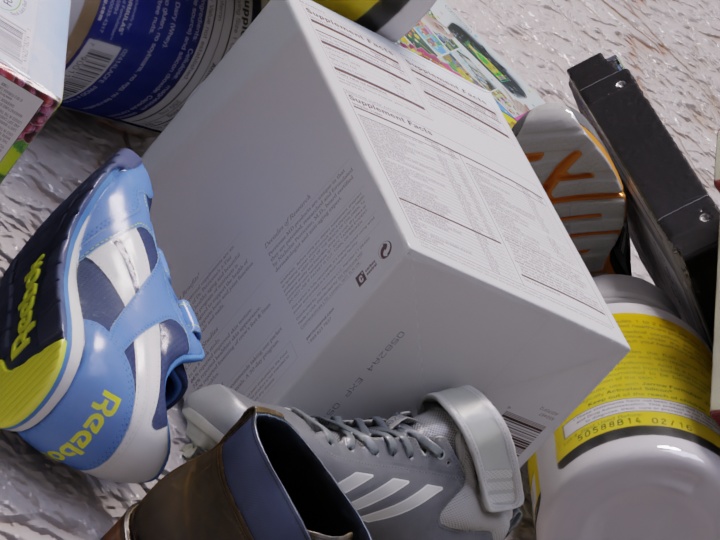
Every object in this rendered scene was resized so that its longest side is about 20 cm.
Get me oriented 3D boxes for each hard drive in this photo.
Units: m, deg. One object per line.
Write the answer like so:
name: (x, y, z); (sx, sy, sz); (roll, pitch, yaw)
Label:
hard drive: (0.180, -0.020, 1.582); (0.200, 0.038, 0.140); (-113, 178, -51)

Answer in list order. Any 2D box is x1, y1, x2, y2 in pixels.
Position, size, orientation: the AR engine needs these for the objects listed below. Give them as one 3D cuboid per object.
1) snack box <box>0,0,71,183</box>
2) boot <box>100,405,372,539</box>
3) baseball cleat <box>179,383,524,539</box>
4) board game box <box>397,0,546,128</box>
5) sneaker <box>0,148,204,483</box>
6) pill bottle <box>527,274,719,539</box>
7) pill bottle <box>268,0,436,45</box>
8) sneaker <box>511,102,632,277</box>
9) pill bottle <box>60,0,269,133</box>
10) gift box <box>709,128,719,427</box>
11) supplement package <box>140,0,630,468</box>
snack box: (-0.183, -0.081, 1.219); (0.053, 0.142, 0.200); (31, 26, -20)
boot: (-0.029, 0.150, 1.110); (0.075, 0.097, 0.200); (9, 39, -51)
baseball cleat: (0.002, 0.080, 1.241); (0.070, 0.107, 0.200); (36, -4, 43)
board game box: (0.049, -0.082, 1.688); (0.148, 0.064, 0.200); (45, 24, 7)
sneaker: (-0.114, 0.022, 1.242); (0.082, 0.074, 0.200); (35, 31, -19)
pill bottle: (0.141, 0.086, 1.472); (0.111, 0.111, 0.200); (33, 25, -19)
pill bottle: (-0.047, -0.205, 1.396); (0.200, 0.114, 0.114); (36, 23, -21)
sneaker: (0.116, -0.032, 1.586); (0.200, 0.078, 0.077); (76, 14, -51)
pill bottle: (-0.118, -0.133, 1.449); (0.200, 0.116, 0.116); (14, 35, -49)
gift box: (0.282, 0.006, 1.424); (0.200, 0.184, 0.187); (53, 38, -56)
supplement package: (0.000, 0.000, 1.350); (0.150, 0.152, 0.200); (23, 29, -38)
